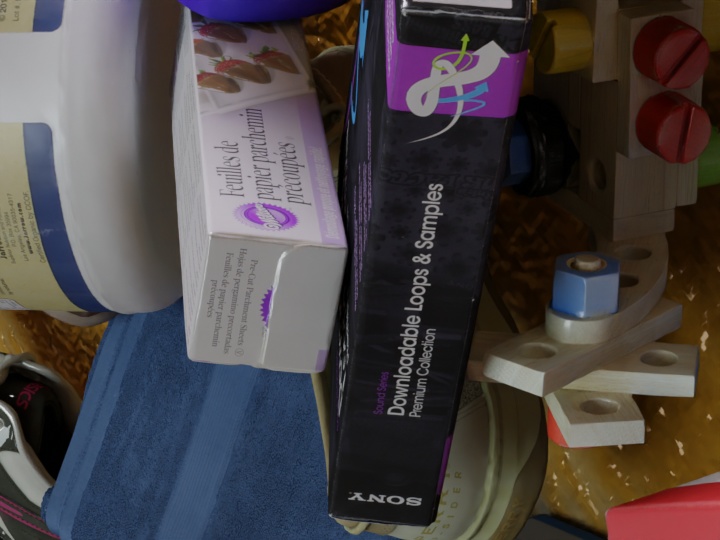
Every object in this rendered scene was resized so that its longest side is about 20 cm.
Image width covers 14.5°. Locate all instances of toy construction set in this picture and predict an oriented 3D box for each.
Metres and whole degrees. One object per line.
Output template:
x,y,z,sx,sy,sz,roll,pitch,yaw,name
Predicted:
0.080,-0.053,0.765,0.131,0.092,0.201,39,119,56,toy construction set

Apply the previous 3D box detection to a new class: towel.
-0.030,0.070,0.984,0.200,0.048,0.112,15,84,51,towel

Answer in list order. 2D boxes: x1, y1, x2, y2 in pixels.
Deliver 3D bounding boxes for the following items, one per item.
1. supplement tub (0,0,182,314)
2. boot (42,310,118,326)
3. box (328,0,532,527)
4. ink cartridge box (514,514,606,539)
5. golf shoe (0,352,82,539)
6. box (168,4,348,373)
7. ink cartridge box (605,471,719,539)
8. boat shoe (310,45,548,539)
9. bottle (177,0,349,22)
-0.156,-0.058,0.970,0.199,0.144,0.145,1,108,13,supplement tub
-0.151,-0.021,1.120,0.200,0.070,0.146,59,152,28,boot
0.016,-0.046,0.757,0.200,0.036,0.143,96,177,-49,box
0.076,0.197,0.878,0.145,0.084,0.201,19,117,48,ink cartridge box
-0.158,0.049,1.113,0.200,0.077,0.088,39,136,-4,golf shoe
-0.033,-0.032,0.837,0.200,0.039,0.042,-102,20,-65,box
0.141,0.069,0.638,0.116,0.200,0.067,-10,94,54,ink cartridge box
-0.001,0.002,0.887,0.073,0.063,0.201,119,145,-41,boat shoe
-0.011,-0.172,0.853,0.065,0.083,0.200,46,132,34,bottle
